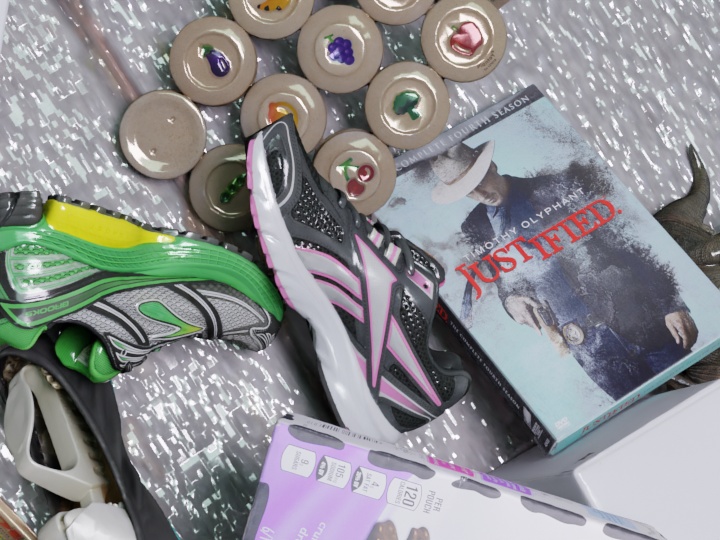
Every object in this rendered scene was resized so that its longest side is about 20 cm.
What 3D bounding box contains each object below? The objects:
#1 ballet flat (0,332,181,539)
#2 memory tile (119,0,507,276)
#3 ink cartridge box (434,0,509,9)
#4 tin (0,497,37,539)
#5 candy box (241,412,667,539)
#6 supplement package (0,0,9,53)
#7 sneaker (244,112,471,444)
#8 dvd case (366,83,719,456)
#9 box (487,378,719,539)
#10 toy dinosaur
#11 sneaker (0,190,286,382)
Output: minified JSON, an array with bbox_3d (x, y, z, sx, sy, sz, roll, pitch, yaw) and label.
[{"bbox_3d":[-0.142,0.118,0.856,0.068,0.068,0.201,11,42,-48],"label":"ballet flat"},{"bbox_3d":[-0.027,-0.105,0.954,0.153,0.017,0.200,39,95,-9],"label":"memory tile"},{"bbox_3d":[0.029,-0.269,1.020,0.163,0.075,0.202,18,75,-14],"label":"ink cartridge box"},{"bbox_3d":[-0.180,0.153,0.839,0.042,0.112,0.200,-44,91,3],"label":"tin"},{"bbox_3d":[0.031,0.179,0.817,0.198,0.072,0.169,17,88,1],"label":"candy box"},{"bbox_3d":[-0.247,-0.073,0.861,0.108,0.114,0.202,10,77,-17],"label":"supplement package"},{"bbox_3d":[0.000,0.000,0.930,0.086,0.080,0.201,-23,112,1],"label":"sneaker"},{"bbox_3d":[0.105,-0.007,0.982,0.145,0.022,0.200,-28,64,-22],"label":"dvd case"},{"bbox_3d":[0.172,0.180,0.939,0.106,0.152,0.201,-27,89,-21],"label":"box"},{"bbox_3d":[0.205,0.007,1.023,0.101,0.077,0.202,-9,71,3],"label":"toy dinosaur"},{"bbox_3d":[-0.121,0.018,0.886,0.199,0.078,0.086,15,81,-45],"label":"sneaker"}]
